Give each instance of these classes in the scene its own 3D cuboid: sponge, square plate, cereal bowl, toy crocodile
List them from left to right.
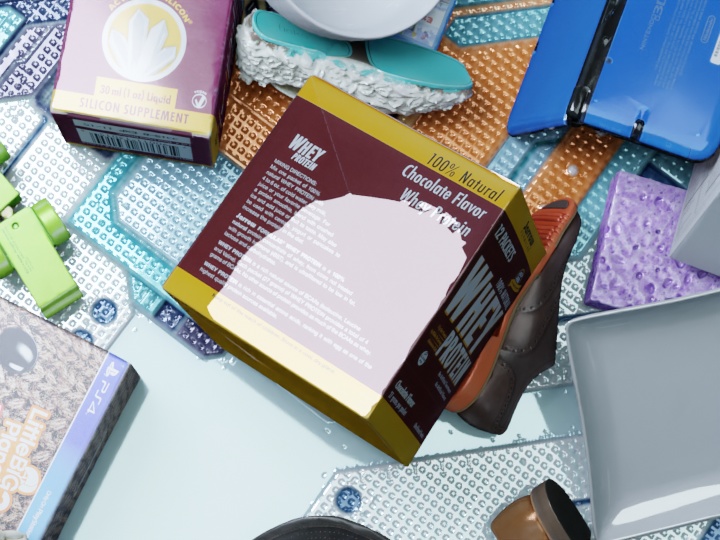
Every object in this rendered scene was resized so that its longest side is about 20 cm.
[{"bbox_3d":[-0.288,-0.053,1.294,0.067,0.062,0.201,-36,89,-9],"label":"toy crocodile"},{"bbox_3d":[-0.019,-0.280,1.279,0.198,0.083,0.203,-4,98,-33],"label":"cereal bowl"},{"bbox_3d":[0.263,0.104,1.270,0.196,0.028,0.202,-12,112,-3],"label":"square plate"},{"bbox_3d":[0.289,0.001,1.329,0.198,0.030,0.113,17,79,-1],"label":"sponge"}]

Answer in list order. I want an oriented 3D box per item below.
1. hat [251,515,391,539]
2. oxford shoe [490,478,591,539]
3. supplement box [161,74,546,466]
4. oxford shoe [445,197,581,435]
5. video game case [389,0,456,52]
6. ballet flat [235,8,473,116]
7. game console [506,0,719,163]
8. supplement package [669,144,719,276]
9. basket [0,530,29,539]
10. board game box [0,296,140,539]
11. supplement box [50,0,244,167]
[{"bbox_3d":[-0.026,0.282,1.236,0.198,0.081,0.203,0,89,13],"label":"hat"},{"bbox_3d":[0.169,0.266,1.268,0.071,0.071,0.201,-32,83,20],"label":"oxford shoe"},{"bbox_3d":[0.000,0.000,1.229,0.196,0.133,0.201,30,79,24],"label":"supplement box"},{"bbox_3d":[0.130,0.036,1.305,0.072,0.071,0.201,36,77,-24],"label":"oxford shoe"},{"bbox_3d":[0.033,-0.298,1.348,0.142,0.018,0.202,22,92,-2],"label":"video game case"},{"bbox_3d":[-0.009,-0.160,1.321,0.198,0.072,0.073,14,79,-12],"label":"ballet flat"},{"bbox_3d":[0.225,-0.187,1.300,0.169,0.118,0.202,20,80,10],"label":"game console"},{"bbox_3d":[0.354,-0.099,1.268,0.150,0.151,0.202,20,66,0],"label":"supplement package"},{"bbox_3d":[-0.333,0.257,1.153,0.199,0.135,0.125,-20,70,39],"label":"basket"},{"bbox_3d":[-0.293,0.102,1.243,0.198,0.097,0.161,26,80,2],"label":"board game box"},{"bbox_3d":[-0.162,-0.198,1.299,0.129,0.103,0.203,8,79,-1],"label":"supplement box"}]
